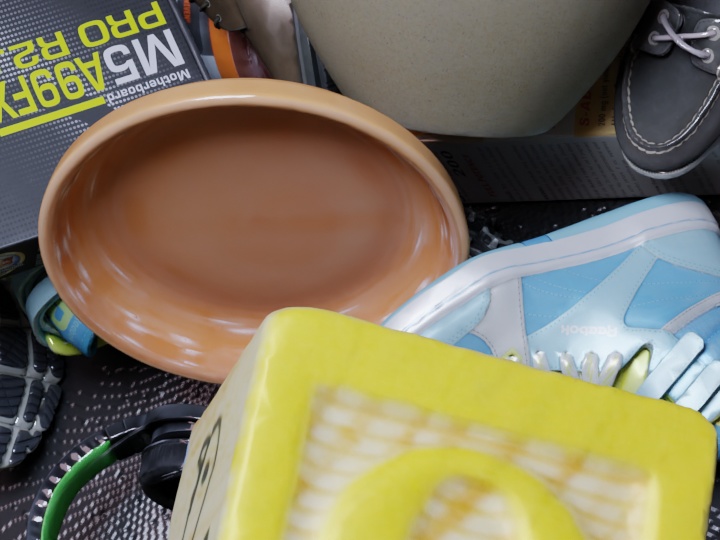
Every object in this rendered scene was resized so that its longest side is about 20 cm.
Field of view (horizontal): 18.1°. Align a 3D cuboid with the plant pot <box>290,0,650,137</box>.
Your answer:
[{"bbox_3d":[0.048,-0.135,1.044,0.200,0.200,0.135,12,105,27],"label":"plant pot"}]

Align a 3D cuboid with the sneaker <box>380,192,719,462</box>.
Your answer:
[{"bbox_3d":[0.105,0.050,1.042,0.200,0.080,0.131,-23,61,-14],"label":"sneaker"}]

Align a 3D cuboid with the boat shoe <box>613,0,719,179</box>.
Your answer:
[{"bbox_3d":[0.169,-0.140,1.055,0.067,0.057,0.200,22,76,28],"label":"boat shoe"}]

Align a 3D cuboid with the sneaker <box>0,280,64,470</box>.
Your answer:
[{"bbox_3d":[-0.217,0.027,1.231,0.080,0.077,0.200,-35,51,28],"label":"sneaker"}]

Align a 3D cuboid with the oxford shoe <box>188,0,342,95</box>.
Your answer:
[{"bbox_3d":[-0.048,-0.140,1.129,0.084,0.073,0.200,-16,89,25],"label":"oxford shoe"}]

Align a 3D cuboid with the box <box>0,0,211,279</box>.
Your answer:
[{"bbox_3d":[-0.177,-0.081,1.112,0.200,0.044,0.160,-19,73,-18],"label":"box"}]

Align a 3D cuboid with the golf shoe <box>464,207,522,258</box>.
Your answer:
[{"bbox_3d":[0.000,0.000,1.150,0.200,0.078,0.095,17,95,28],"label":"golf shoe"}]

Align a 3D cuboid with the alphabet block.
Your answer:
[{"bbox_3d":[0.018,0.149,0.949,0.196,0.200,0.196,13,69,-9],"label":"alphabet block"}]

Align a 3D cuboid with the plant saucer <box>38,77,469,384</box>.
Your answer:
[{"bbox_3d":[-0.049,-0.020,1.053,0.200,0.200,0.038,-14,46,16],"label":"plant saucer"}]

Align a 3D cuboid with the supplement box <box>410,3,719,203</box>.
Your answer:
[{"bbox_3d":[0.130,-0.107,1.132,0.200,0.074,0.126,-2,66,22],"label":"supplement box"}]

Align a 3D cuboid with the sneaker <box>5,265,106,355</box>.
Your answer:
[{"bbox_3d":[-0.183,-0.020,1.153,0.200,0.080,0.131,5,52,-22],"label":"sneaker"}]

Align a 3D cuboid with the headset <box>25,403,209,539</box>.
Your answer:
[{"bbox_3d":[-0.068,0.111,1.103,0.200,0.094,0.124,-20,60,-5],"label":"headset"}]

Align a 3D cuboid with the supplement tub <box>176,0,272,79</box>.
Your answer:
[{"bbox_3d":[-0.088,-0.147,1.221,0.200,0.107,0.107,6,70,23],"label":"supplement tub"}]
